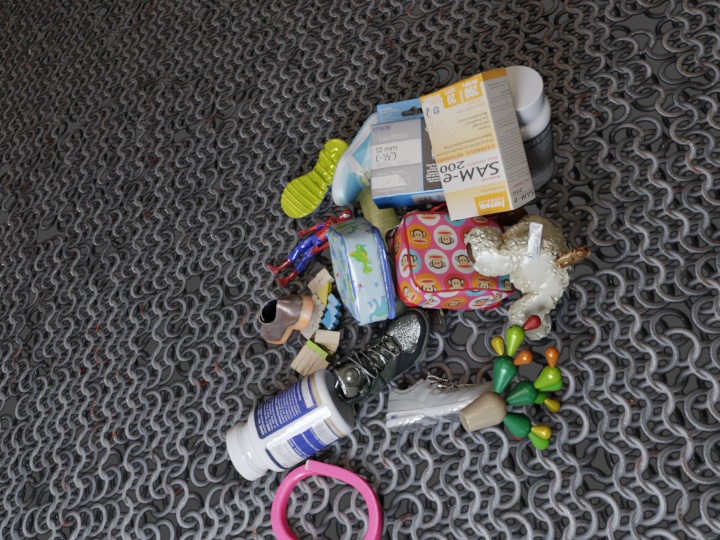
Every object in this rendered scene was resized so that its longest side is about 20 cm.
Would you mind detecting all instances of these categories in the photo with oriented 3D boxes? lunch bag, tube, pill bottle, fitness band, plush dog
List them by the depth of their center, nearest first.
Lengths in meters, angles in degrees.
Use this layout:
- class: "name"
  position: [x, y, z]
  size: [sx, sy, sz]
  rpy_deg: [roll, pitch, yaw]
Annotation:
- class: "plush dog"
  position: [0.272, -0.026, 0.961]
  size: [0.159, 0.201, 0.172]
  rpy_deg: [-33, 11, 27]
- class: "fitness band"
  position: [-0.055, 0.387, 0.996]
  size: [0.196, 0.037, 0.147]
  rpy_deg: [6, 68, 29]
- class: "lunch bag"
  position: [0.151, -0.030, 1.032]
  size: [0.195, 0.082, 0.180]
  rpy_deg: [2, 64, -16]
- class: "pill bottle"
  position: [-0.117, 0.260, 1.041]
  size: [0.197, 0.116, 0.117]
  rpy_deg: [-30, 56, 7]
- class: "lunch bag"
  position: [0.000, 0.000, 1.059]
  size: [0.080, 0.200, 0.165]
  rpy_deg: [-12, 101, -9]
- class: "pill bottle"
  position: [0.269, -0.236, 1.059]
  size: [0.111, 0.201, 0.116]
  rpy_deg: [-9, 57, 15]
- class: "tube"
  position: [0.029, -0.126, 1.214]
  size: [0.058, 0.051, 0.203]
  rpy_deg: [-42, 54, 32]

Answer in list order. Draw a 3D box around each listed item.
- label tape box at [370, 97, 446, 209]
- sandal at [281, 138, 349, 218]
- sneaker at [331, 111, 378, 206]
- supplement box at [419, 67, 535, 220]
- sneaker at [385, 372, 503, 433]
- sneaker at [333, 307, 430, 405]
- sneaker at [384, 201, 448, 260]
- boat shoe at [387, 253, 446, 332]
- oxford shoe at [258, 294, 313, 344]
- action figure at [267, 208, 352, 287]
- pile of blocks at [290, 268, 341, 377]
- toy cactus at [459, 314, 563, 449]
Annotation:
- class: "label tape box"
  position: [0.090, -0.218, 1.089]
  size: [0.139, 0.066, 0.206]
  rpy_deg: [-5, 77, 15]
- class: "sandal"
  position: [-0.082, -0.184, 1.282]
  size: [0.199, 0.087, 0.080]
  rpy_deg: [-41, 90, 19]
- class: "sneaker"
  position: [0.036, -0.197, 1.169]
  size: [0.129, 0.080, 0.203]
  rpy_deg: [24, 80, 29]
- class: "supplement box"
  position: [0.181, -0.191, 0.971]
  size: [0.124, 0.073, 0.205]
  rpy_deg: [-7, 103, 48]
- class: "sneaker"
  position: [0.126, 0.195, 0.986]
  size: [0.195, 0.075, 0.084]
  rpy_deg: [-16, 61, 18]
- class: "sneaker"
  position: [0.029, 0.144, 0.992]
  size: [0.200, 0.114, 0.077]
  rpy_deg: [-46, 72, 20]
- class: "sneaker"
  position: [0.128, -0.085, 1.130]
  size: [0.196, 0.080, 0.095]
  rpy_deg: [-26, 20, -9]
- class: "boat shoe"
  position: [0.084, 0.039, 1.096]
  size: [0.059, 0.073, 0.203]
  rpy_deg: [-2, 39, -24]
- class: "oxford shoe"
  position: [-0.152, 0.081, 1.122]
  size: [0.199, 0.071, 0.073]
  rpy_deg: [-37, 44, 55]
- class: "action figure"
  position: [-0.093, -0.052, 1.233]
  size: [0.199, 0.052, 0.066]
  rpy_deg: [-39, 52, -1]
- class: "pile of blocks"
  position: [-0.065, 0.103, 1.130]
  size: [0.080, 0.062, 0.205]
  rpy_deg: [8, 80, 16]
- class: "toy cactus"
  position: [0.214, 0.175, 0.897]
  size: [0.162, 0.204, 0.102]
  rpy_deg: [-21, 28, -13]
